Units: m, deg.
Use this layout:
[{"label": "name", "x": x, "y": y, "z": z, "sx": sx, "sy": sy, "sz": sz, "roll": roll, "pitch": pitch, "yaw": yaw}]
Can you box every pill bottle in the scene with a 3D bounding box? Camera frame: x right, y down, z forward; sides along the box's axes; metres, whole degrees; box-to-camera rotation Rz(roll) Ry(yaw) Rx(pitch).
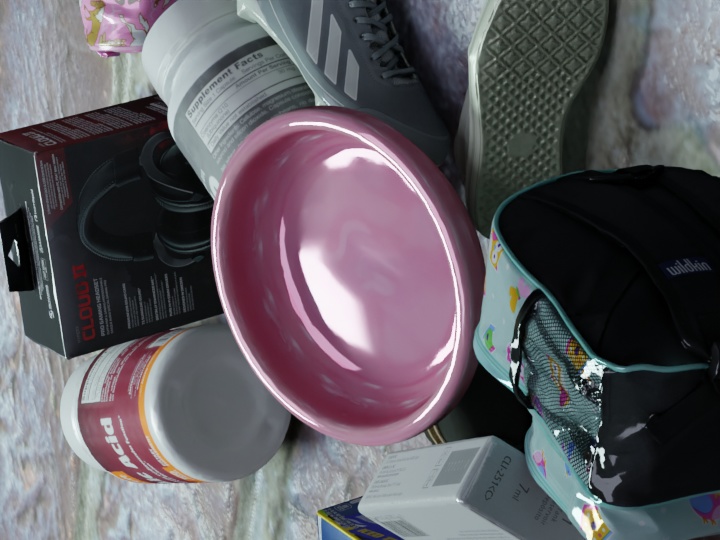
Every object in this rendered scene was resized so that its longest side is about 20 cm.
[{"label": "pill bottle", "x": -0.053, "y": -0.085, "z": 1.593, "sx": 0.200, "sy": 0.113, "sz": 0.113, "roll": 56, "pitch": 147, "yaw": 29}, {"label": "pill bottle", "x": -0.143, "y": 0.102, "z": 1.849, "sx": 0.200, "sy": 0.114, "sz": 0.114, "roll": -10, "pitch": 96, "yaw": 61}]

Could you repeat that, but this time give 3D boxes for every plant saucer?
[{"label": "plant saucer", "x": 0.000, "y": 0.000, "z": 1.441, "sx": 0.200, "sy": 0.051, "sz": 0.201, "roll": 18, "pitch": 117, "yaw": 38}]

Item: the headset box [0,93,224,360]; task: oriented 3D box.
[{"label": "headset box", "x": -0.156, "y": -0.035, "z": 1.709, "sx": 0.077, "sy": 0.200, "sz": 0.149, "roll": 21, "pitch": 122, "yaw": 56}]

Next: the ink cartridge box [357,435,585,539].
[{"label": "ink cartridge box", "x": 0.103, "y": 0.158, "z": 1.366, "sx": 0.176, "sy": 0.045, "sz": 0.200, "roll": 33, "pitch": 166, "yaw": -10}]

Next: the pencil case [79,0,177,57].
[{"label": "pencil case", "x": -0.166, "y": -0.248, "z": 1.736, "sx": 0.086, "sy": 0.083, "sz": 0.200, "roll": 12, "pitch": 116, "yaw": 57}]

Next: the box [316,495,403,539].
[{"label": "box", "x": 0.052, "y": 0.209, "z": 1.610, "sx": 0.200, "sy": 0.070, "sz": 0.064, "roll": 27, "pitch": 126, "yaw": 52}]

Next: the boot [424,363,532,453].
[{"label": "boot", "x": 0.109, "y": 0.117, "z": 1.474, "sx": 0.138, "sy": 0.077, "sz": 0.200, "roll": 26, "pitch": 139, "yaw": 47}]

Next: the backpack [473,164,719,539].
[{"label": "backpack", "x": 0.151, "y": 0.036, "z": 1.236, "sx": 0.200, "sy": 0.176, "sz": 0.153, "roll": -124, "pitch": 31, "yaw": -47}]

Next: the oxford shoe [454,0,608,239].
[{"label": "oxford shoe", "x": 0.090, "y": -0.108, "z": 1.382, "sx": 0.058, "sy": 0.075, "sz": 0.200, "roll": -104, "pitch": 17, "yaw": -51}]

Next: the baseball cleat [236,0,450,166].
[{"label": "baseball cleat", "x": -0.005, "y": -0.154, "z": 1.518, "sx": 0.200, "sy": 0.070, "sz": 0.106, "roll": 45, "pitch": 118, "yaw": 17}]
